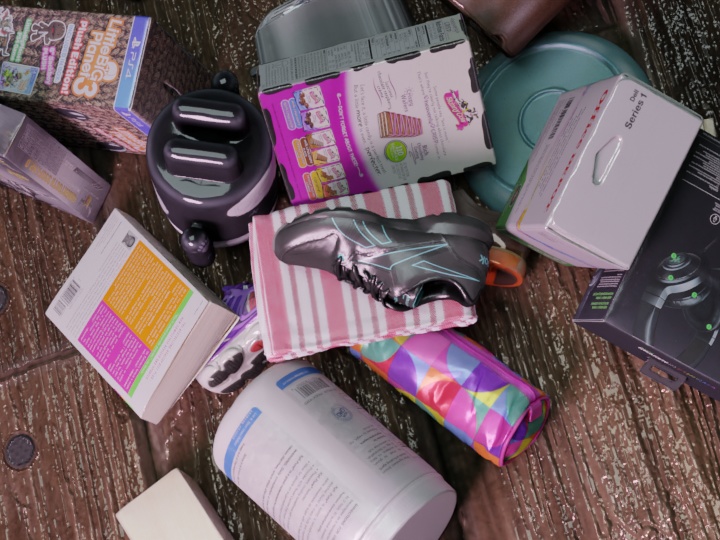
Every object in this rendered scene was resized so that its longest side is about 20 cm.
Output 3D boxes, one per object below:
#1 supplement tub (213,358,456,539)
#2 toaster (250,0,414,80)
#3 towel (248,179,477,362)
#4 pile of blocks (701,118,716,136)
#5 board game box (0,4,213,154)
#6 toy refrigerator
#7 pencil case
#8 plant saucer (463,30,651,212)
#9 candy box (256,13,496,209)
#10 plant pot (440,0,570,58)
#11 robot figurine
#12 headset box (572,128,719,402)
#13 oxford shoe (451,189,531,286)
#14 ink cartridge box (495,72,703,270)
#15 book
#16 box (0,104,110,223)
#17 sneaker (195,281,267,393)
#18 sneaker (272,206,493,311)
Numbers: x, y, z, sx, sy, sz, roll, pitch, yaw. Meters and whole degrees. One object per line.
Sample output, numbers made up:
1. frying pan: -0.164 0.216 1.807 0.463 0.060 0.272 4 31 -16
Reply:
1. supplement tub: -0.026 0.187 1.458 0.200 0.132 0.132 40 90 23
2. toaster: -0.011 -0.208 1.572 0.199 0.114 0.130 -24 67 12
3. towel: 0.000 0.000 1.471 0.198 0.030 0.148 -11 66 3
4. pile of blocks: 0.281 -0.052 1.455 0.081 0.062 0.202 16 84 16
5. board game box: -0.277 -0.191 1.629 0.198 0.159 0.098 7 78 20
6. toy refrigerator: -0.141 0.292 1.502 0.076 0.070 0.200 -37 68 -2
7. pencil case: 0.080 0.094 1.473 0.199 0.088 0.089 37 88 20
8. plant saucer: 0.185 -0.141 1.536 0.198 0.027 0.202 -5 73 17
9. candy box: 0.016 -0.145 1.486 0.198 0.137 0.061 -13 35 4
10. plant pot: 0.152 -0.324 1.514 0.198 0.200 0.200 -48 67 7
11. robot figurine: -0.142 -0.098 1.536 0.150 0.200 0.125 -42 77 -11
12. headset box: 0.304 0.007 1.383 0.173 0.093 0.201 27 84 -8
13. oxford shoe: 0.069 -0.042 1.530 0.198 0.071 0.073 15 71 13
14. ink cartridge box: 0.202 -0.082 1.388 0.084 0.200 0.146 27 88 -7
15. book: -0.223 0.042 1.577 0.134 0.048 0.200 -54 49 5
16. box: -0.364 -0.124 1.617 0.157 0.200 0.049 23 81 21
17. sneaker: -0.093 0.030 1.554 0.200 0.081 0.084 -38 62 6
18. sneaker: 0.018 -0.009 1.416 0.198 0.075 0.080 1 69 8
